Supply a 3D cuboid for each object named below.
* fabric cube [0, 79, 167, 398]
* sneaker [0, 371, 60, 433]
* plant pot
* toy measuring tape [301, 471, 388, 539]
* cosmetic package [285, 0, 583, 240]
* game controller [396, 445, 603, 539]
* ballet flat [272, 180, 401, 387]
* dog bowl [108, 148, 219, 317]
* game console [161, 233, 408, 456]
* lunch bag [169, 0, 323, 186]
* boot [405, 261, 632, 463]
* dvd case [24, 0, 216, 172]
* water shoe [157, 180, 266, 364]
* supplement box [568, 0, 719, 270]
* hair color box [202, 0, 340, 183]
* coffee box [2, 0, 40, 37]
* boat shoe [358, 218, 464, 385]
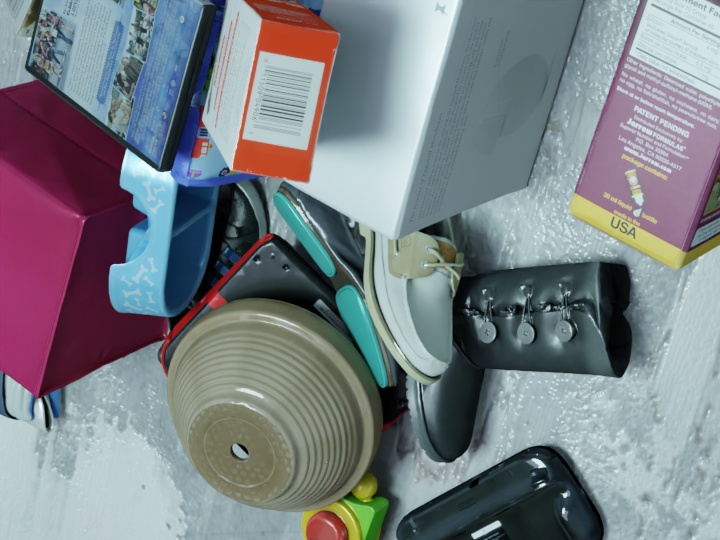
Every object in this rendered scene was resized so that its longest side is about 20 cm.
[{"bbox_3d":[-0.285,-0.038,1.813,0.199,0.200,0.198,31,119,22],"label":"fabric cube"},{"bbox_3d":[-0.376,0.128,1.998,0.147,0.080,0.200,48,120,19],"label":"sneaker"},{"bbox_3d":[-0.088,0.133,1.697,0.199,0.093,0.203,10,118,19],"label":"plant pot"},{"bbox_3d":[-0.029,0.262,1.802,0.073,0.073,0.201,32,119,24],"label":"toy measuring tape"},{"bbox_3d":[0.059,-0.155,1.533,0.122,0.199,0.201,28,118,25],"label":"cosmetic package"},{"bbox_3d":[0.119,0.229,1.712,0.199,0.042,0.105,-33,98,37],"label":"game controller"},{"bbox_3d":[0.000,0.000,1.684,0.073,0.073,0.201,-29,92,37],"label":"ballet flat"},{"bbox_3d":[-0.165,-0.049,1.701,0.049,0.111,0.202,19,117,16],"label":"dog bowl"},{"bbox_3d":[-0.064,0.089,1.756,0.200,0.031,0.177,44,111,-5],"label":"game console"},{"bbox_3d":[-0.084,-0.155,1.633,0.094,0.199,0.152,27,117,25],"label":"lunch bag"},{"bbox_3d":[0.135,0.078,1.635,0.199,0.065,0.166,-5,99,32],"label":"boot"},{"bbox_3d":[-0.197,-0.187,1.589,0.200,0.017,0.144,36,119,37],"label":"dvd case"},{"bbox_3d":[-0.137,0.006,1.794,0.071,0.079,0.202,20,114,29],"label":"water shoe"},{"bbox_3d":[0.249,-0.121,1.451,0.103,0.131,0.201,30,118,25],"label":"supplement box"},{"bbox_3d":[-0.069,-0.141,1.459,0.063,0.200,0.112,9,103,-14],"label":"hair color box"},{"bbox_3d":[-0.229,-0.301,1.737,0.201,0.112,0.080,-58,43,31],"label":"coffee box"},{"bbox_3d":[0.047,-0.005,1.622,0.068,0.074,0.201,-33,53,29],"label":"boat shoe"}]
